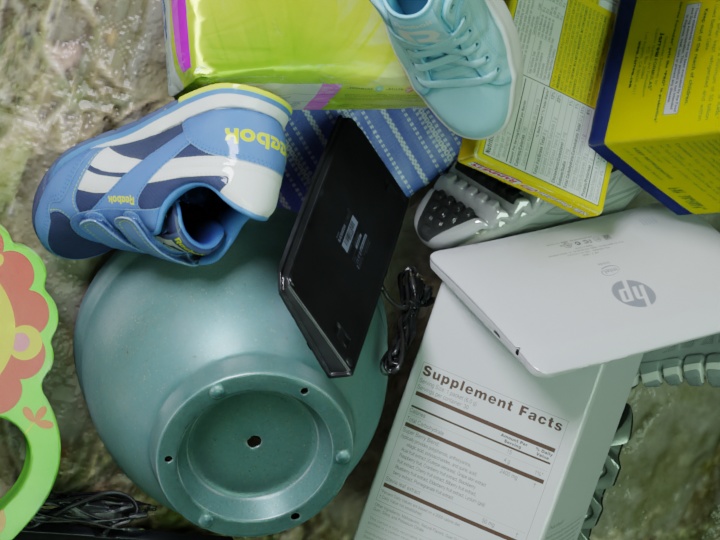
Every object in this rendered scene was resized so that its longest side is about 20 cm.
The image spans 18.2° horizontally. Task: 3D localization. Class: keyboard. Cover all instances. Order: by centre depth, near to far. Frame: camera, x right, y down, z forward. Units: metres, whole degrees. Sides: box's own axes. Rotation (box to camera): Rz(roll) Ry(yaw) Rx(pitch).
[{"bbox_3d":[0.000,0.000,1.360,0.021,0.200,0.127,-24,114,26],"label":"keyboard"},{"bbox_3d":[-0.175,0.176,1.460,0.200,0.040,0.104,7,129,-26],"label":"keyboard"}]

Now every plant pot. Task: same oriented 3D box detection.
[{"bbox_3d":[-0.072,0.077,1.374,0.200,0.134,0.201,-4,120,-8],"label":"plant pot"}]

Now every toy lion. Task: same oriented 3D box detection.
[{"bbox_3d":[-0.254,0.068,1.351,0.192,0.069,0.200,-43,104,-9],"label":"toy lion"}]

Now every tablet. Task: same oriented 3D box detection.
[{"bbox_3d":[0.157,0.007,1.402,0.200,0.130,0.014,-13,131,-29],"label":"tablet"}]

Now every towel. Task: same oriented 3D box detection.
[{"bbox_3d":[-0.036,-0.074,1.424,0.200,0.024,0.145,-36,119,-7],"label":"towel"}]

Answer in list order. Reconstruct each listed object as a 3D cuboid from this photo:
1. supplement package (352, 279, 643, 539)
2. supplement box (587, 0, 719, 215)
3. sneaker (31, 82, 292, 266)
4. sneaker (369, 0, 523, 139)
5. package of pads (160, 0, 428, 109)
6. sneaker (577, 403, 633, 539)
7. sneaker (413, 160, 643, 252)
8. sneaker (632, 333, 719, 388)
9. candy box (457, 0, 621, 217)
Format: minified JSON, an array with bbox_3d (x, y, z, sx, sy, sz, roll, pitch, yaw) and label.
[{"bbox_3d":[0.091,0.109,1.454,0.120,0.121,0.200,22,99,18],"label":"supplement package"},{"bbox_3d":[0.257,-0.109,1.370,0.109,0.200,0.110,33,64,-42],"label":"supplement box"},{"bbox_3d":[-0.122,-0.039,1.318,0.074,0.200,0.082,17,58,-42],"label":"sneaker"},{"bbox_3d":[0.034,-0.143,1.240,0.074,0.082,0.200,-7,126,25],"label":"sneaker"},{"bbox_3d":[-0.020,-0.172,1.336,0.200,0.068,0.155,-2,80,-21],"label":"package of pads"},{"bbox_3d":[0.116,0.172,1.558,0.088,0.074,0.200,14,106,-7],"label":"sneaker"},{"bbox_3d":[0.128,-0.051,1.472,0.200,0.075,0.081,-26,130,-17],"label":"sneaker"},{"bbox_3d":[0.218,0.014,1.491,0.200,0.075,0.116,-10,112,19],"label":"sneaker"},{"bbox_3d":[0.127,-0.143,1.415,0.102,0.026,0.200,22,72,-25],"label":"candy box"}]
